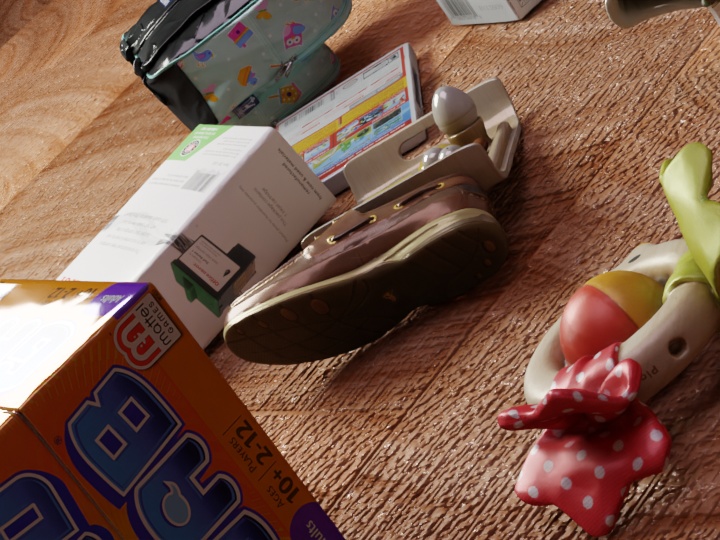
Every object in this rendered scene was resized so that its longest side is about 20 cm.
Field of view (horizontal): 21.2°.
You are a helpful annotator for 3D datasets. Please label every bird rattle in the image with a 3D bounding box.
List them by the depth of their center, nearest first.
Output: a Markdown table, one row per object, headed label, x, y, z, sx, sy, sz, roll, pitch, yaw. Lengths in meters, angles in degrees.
| label | x | y | z | sx | sy | sz | roll | pitch | yaw |
| --- | --- | --- | --- | --- | --- | --- | --- | --- | --- |
| bird rattle | 0.145 | 0.043 | 1.002 | 0.200 | 0.112 | 0.163 | -53 | 12 | -7 |

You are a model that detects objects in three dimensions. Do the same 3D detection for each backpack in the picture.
| label | x | y | z | sx | sy | sz | roll | pitch | yaw |
| --- | --- | --- | --- | --- | --- | --- | --- | --- | --- |
| backpack | -0.101 | -0.217 | 1.772 | 0.200 | 0.153 | 0.176 | -45 | 24 | 2 |

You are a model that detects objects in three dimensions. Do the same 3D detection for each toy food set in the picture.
| label | x | y | z | sx | sy | sz | roll | pitch | yaw |
| --- | --- | --- | --- | --- | --- | --- | --- | --- | --- |
| toy food set | 0.035 | -0.075 | 1.369 | 0.143 | 0.061 | 0.200 | -29 | 11 | 16 |

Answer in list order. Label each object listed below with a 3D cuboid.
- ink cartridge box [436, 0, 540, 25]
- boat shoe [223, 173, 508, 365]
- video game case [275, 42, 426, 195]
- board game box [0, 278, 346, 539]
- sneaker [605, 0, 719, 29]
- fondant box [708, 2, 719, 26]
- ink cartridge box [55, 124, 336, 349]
| label | x | y | z | sx | sy | sz | roll | pitch | yaw |
| --- | --- | --- | --- | --- | --- | --- | --- | --- | --- |
| ink cartridge box | 0.161 | -0.294 | 1.677 | 0.200 | 0.050 | 0.109 | -45 | 23 | -19 |
| boat shoe | 0.000 | 0.000 | 1.267 | 0.199 | 0.072 | 0.068 | -25 | 47 | 12 |
| video game case | -0.012 | -0.117 | 1.619 | 0.142 | 0.017 | 0.200 | -31 | 22 | 13 |
| board game box | -0.170 | 0.144 | 1.069 | 0.200 | 0.201 | 0.199 | -46 | 23 | -25 |
| sneaker | 0.237 | -0.205 | 1.223 | 0.199 | 0.067 | 0.090 | -15 | 38 | 43 |
| fondant box | 0.323 | -0.235 | 1.306 | 0.144 | 0.058 | 0.200 | -21 | 25 | 33 |
| ink cartridge box | -0.136 | -0.015 | 1.482 | 0.200 | 0.084 | 0.146 | -49 | 24 | -15 |
